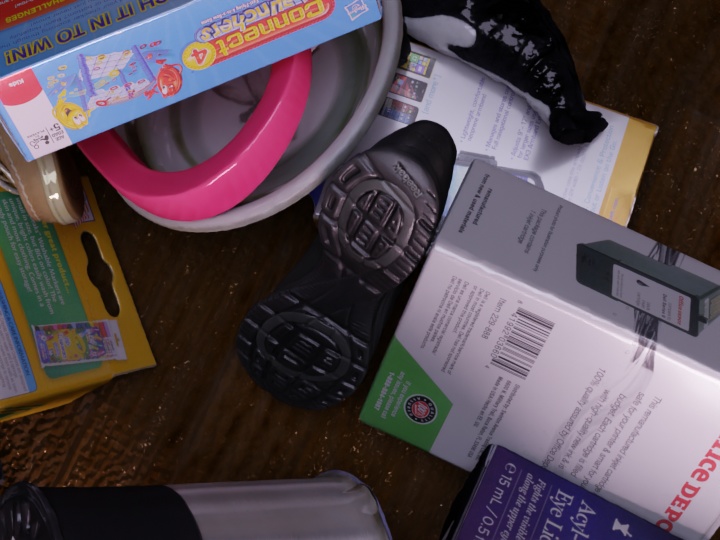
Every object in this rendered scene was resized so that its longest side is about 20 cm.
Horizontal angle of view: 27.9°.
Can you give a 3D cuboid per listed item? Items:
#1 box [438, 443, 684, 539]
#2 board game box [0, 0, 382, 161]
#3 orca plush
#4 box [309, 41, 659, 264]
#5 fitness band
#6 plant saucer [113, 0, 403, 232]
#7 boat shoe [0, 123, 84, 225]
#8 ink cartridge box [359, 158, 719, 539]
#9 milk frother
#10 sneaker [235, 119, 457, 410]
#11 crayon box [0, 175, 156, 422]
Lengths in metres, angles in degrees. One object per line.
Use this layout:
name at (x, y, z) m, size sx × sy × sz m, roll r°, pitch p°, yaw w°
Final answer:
box at (0.119, 0.211, 0.755) m, size 0.199 × 0.105 × 0.148 m, roll 25°, pitch 46°, yaw 4°
board game box at (-0.112, -0.175, 0.775) m, size 0.199 × 0.056 × 0.197 m, roll -22°, pitch 49°, yaw -1°
orca plush at (0.064, -0.154, 0.827) m, size 0.105 × 0.071 × 0.201 m, roll -21°, pitch 61°, yaw -23°
box at (0.062, -0.059, 0.858) m, size 0.199 × 0.041 × 0.120 m, roll 19°, pitch 83°, yaw 5°
fitness band at (-0.101, -0.113, 0.813) m, size 0.144 × 0.037 × 0.200 m, roll -48°, pitch 50°, yaw 5°
plant saucer at (-0.057, -0.105, 0.834) m, size 0.199 × 0.050 × 0.202 m, roll -14°, pitch 60°, yaw 25°
boat shoe at (-0.213, -0.096, 0.823) m, size 0.063 × 0.073 × 0.201 m, roll -27°, pitch 61°, yaw -7°
ink cartridge box at (0.118, 0.053, 0.783) m, size 0.199 × 0.146 × 0.084 m, roll 25°, pitch 43°, yaw 3°
milk frother at (-0.115, 0.153, 0.790) m, size 0.187 × 0.181 × 0.201 m, roll 3°, pitch 47°, yaw -33°
sneaker at (0.000, 0.000, 0.804) m, size 0.076 × 0.091 × 0.200 m, roll 38°, pitch 128°, yaw 1°
crayon box at (-0.219, 0.022, 0.800) m, size 0.051 × 0.199 × 0.127 m, roll -28°, pitch 80°, yaw 39°
